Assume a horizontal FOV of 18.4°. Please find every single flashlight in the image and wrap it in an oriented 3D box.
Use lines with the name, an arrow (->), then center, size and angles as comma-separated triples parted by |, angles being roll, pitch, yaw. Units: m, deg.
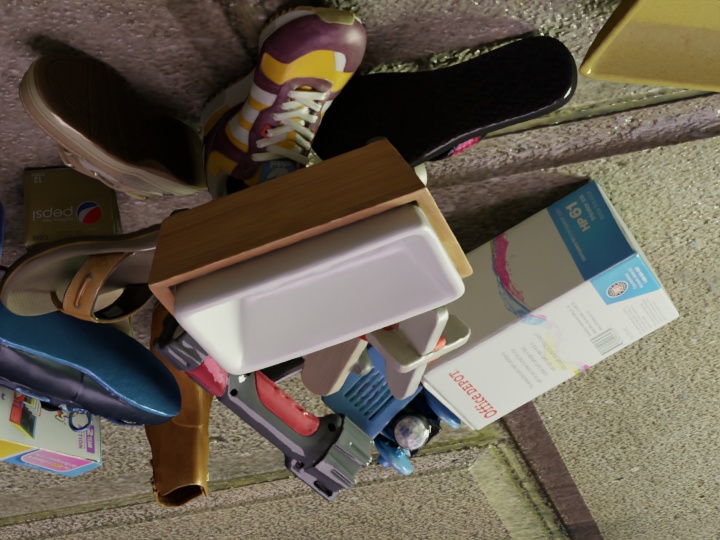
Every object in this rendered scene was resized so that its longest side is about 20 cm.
flashlight -> -0.073, 0.097, 1.788 | 0.200, 0.068, 0.068 | 39, 130, -20

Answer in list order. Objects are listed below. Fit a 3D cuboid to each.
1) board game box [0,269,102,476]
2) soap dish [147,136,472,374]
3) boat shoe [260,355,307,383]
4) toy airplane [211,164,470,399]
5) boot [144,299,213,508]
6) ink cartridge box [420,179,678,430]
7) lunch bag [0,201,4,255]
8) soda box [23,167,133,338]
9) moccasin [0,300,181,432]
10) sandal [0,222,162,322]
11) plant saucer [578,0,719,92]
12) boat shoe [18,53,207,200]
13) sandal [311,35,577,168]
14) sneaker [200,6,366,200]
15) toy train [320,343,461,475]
board game box -> -0.299, 0.074, 1.792 | 0.040, 0.153, 0.200 | -25, 149, 39
soap dish -> -0.035, -0.009, 1.540 | 0.200, 0.081, 0.157 | -19, 156, 7
boat shoe -> -0.030, 0.049, 1.837 | 0.074, 0.067, 0.200 | 16, 148, -39
toy airplane -> 0.000, 0.000, 1.694 | 0.200, 0.141, 0.199 | -11, 115, 35
boot -> -0.141, 0.109, 1.851 | 0.071, 0.144, 0.201 | 1, 153, -14
ink cartridge box -> 0.140, 0.032, 1.808 | 0.200, 0.085, 0.145 | -31, 150, 7
lunch bag -> -0.353, 0.015, 1.598 | 0.136, 0.200, 0.132 | -17, 151, 35
soda box -> -0.219, -0.008, 1.736 | 0.068, 0.064, 0.200 | -4, 155, -3
moccasin -> -0.235, 0.075, 1.759 | 0.200, 0.081, 0.068 | 29, 127, -31
sandal -> -0.180, 0.009, 1.637 | 0.200, 0.054, 0.080 | -11, 154, 20
plant saucer -> 0.269, -0.187, 1.466 | 0.200, 0.049, 0.200 | 4, 155, -20
boat shoe -> -0.183, -0.092, 1.557 | 0.065, 0.072, 0.200 | -18, 158, 24
sandal -> 0.059, -0.111, 1.566 | 0.200, 0.075, 0.045 | -14, 165, 13
sneaker -> -0.050, -0.105, 1.528 | 0.075, 0.090, 0.200 | 6, 153, -23
toy train -> 0.026, 0.100, 1.915 | 0.087, 0.114, 0.200 | -44, -174, 8
